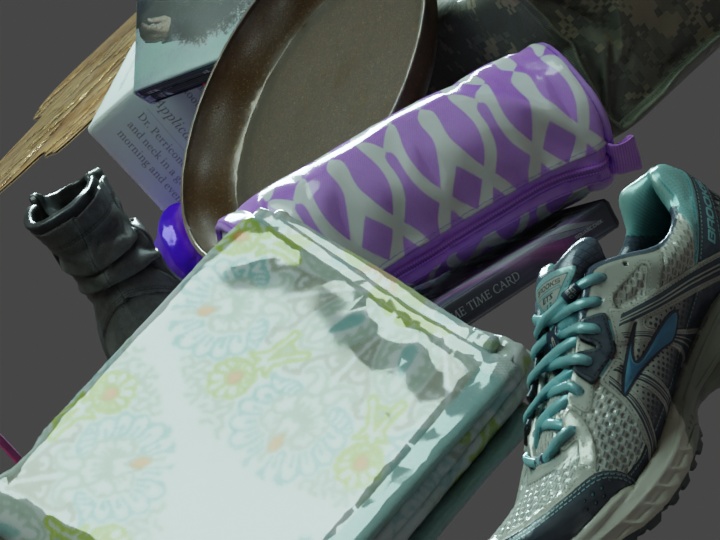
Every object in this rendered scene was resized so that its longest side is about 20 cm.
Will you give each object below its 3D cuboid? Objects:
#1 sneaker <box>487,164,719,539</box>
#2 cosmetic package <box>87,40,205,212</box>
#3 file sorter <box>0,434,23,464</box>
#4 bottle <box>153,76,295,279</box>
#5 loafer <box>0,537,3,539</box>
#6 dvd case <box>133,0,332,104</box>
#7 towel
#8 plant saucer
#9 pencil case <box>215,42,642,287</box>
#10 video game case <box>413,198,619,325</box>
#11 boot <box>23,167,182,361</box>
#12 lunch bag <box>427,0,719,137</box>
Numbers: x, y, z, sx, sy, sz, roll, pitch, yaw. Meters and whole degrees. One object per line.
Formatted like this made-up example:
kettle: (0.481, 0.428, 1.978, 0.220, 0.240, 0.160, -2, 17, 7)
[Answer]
sneaker: (0.089, 0.040, 1.156, 0.077, 0.086, 0.200, -28, 20, 51)
cosmetic package: (-0.027, -0.111, 1.800, 0.200, 0.165, 0.165, -38, 14, 18)
file sorter: (-0.299, 0.169, 1.807, 0.200, 0.125, 0.139, -49, 15, -23)
bottle: (-0.058, -0.043, 1.693, 0.200, 0.065, 0.084, -46, -1, 32)
loafer: (-0.089, 0.129, 1.474, 0.199, 0.070, 0.075, -17, 1, 39)
dvd case: (-0.043, -0.186, 1.683, 0.199, 0.022, 0.147, -16, 60, 31)
towel: (-0.040, 0.078, 1.299, 0.171, 0.048, 0.200, 30, 68, 35)
plant saucer: (-0.021, -0.089, 1.558, 0.200, 0.032, 0.201, -37, 39, 38)
pencil case: (0.027, -0.031, 1.430, 0.199, 0.084, 0.085, -32, 39, -11)
video game case: (0.015, 0.028, 1.454, 0.199, 0.019, 0.143, -32, 8, -25)
boot: (-0.110, 0.007, 1.521, 0.070, 0.132, 0.200, -33, 2, -4)
lunch bag: (0.136, -0.151, 1.563, 0.200, 0.118, 0.164, -40, 7, -23)
